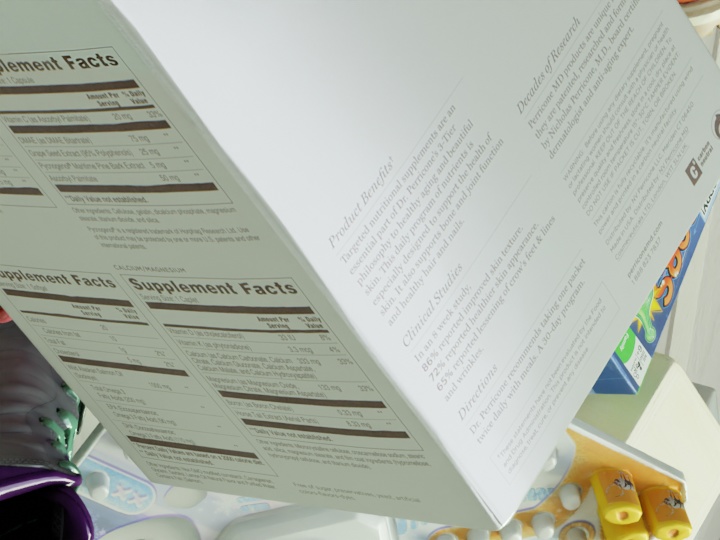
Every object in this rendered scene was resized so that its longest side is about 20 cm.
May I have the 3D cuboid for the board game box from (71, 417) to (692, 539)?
[{"bbox_3d":[-0.016,0.111,0.974,0.200,0.199,0.026,-51,-151,24],"label":"board game box"}]

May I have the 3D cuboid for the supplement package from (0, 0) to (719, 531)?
[{"bbox_3d":[-0.026,-0.057,0.762,0.200,0.150,0.152,53,58,-31],"label":"supplement package"}]

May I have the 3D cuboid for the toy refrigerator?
[{"bbox_3d":[0.052,0.063,1.191,0.070,0.199,0.076,-57,137,-20],"label":"toy refrigerator"}]

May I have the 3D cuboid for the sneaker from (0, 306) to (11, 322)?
[{"bbox_3d":[-0.100,-0.028,0.900,0.200,0.073,0.087,-9,125,-66],"label":"sneaker"}]

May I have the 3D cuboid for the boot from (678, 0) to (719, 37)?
[{"bbox_3d":[0.093,-0.175,0.976,0.108,0.074,0.201,83,-3,-53],"label":"boot"}]

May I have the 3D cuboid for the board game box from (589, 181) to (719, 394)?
[{"bbox_3d":[0.046,-0.013,1.167,0.035,0.199,0.136,52,52,-38],"label":"board game box"}]

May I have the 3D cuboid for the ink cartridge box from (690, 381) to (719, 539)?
[{"bbox_3d":[0.051,0.106,1.296,0.084,0.199,0.146,71,38,-60],"label":"ink cartridge box"}]

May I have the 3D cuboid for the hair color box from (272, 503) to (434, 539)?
[{"bbox_3d":[0.000,0.000,1.041,0.110,0.064,0.201,-59,-156,31],"label":"hair color box"}]

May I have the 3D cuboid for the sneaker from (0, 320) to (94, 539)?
[{"bbox_3d":[-0.111,0.066,0.890,0.200,0.087,0.075,-46,149,-59],"label":"sneaker"}]
